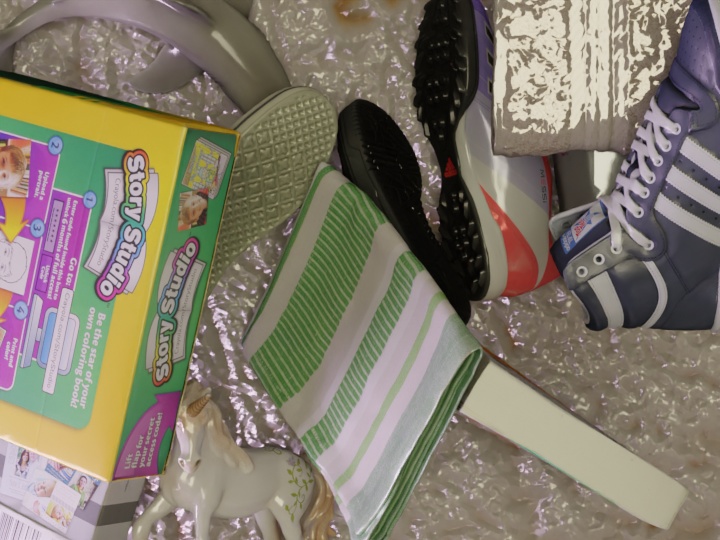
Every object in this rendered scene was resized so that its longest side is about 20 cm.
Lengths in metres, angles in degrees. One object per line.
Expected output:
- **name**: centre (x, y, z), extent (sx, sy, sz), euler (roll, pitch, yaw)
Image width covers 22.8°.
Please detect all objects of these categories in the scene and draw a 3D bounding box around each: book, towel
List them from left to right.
- **towel**: centre (-0.007, 0.046, 1.045), extent (0.023, 0.200, 0.153), euler (8, 120, -32)
- **book**: centre (0.111, 0.092, 1.063), extent (0.134, 0.200, 0.048), euler (32, 89, -4)
- **towel**: centre (0.140, -0.162, 0.993), extent (0.132, 0.034, 0.200), euler (1, 93, 1)

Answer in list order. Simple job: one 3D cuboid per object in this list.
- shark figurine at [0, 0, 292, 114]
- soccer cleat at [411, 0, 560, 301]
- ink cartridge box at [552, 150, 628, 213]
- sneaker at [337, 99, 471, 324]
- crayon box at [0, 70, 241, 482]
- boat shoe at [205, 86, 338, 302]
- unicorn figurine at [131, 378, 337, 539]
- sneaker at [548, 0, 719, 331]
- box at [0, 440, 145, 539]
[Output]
- **shark figurine**: centre (-0.138, -0.154, 1.095), extent (0.214, 0.090, 0.128), euler (7, 91, -5)
- **soccer cleat**: centre (0.083, -0.083, 1.128), extent (0.073, 0.068, 0.200), euler (-9, 90, -26)
- **ink cartridge box**: centre (0.194, -0.091, 1.086), extent (0.145, 0.145, 0.200), euler (-8, 93, -1)
- **sneaker**: centre (0.002, 0.000, 1.116), extent (0.104, 0.060, 0.200), euler (-35, 65, 31)
- **crayon box**: centre (-0.171, -0.002, 1.014), extent (0.172, 0.058, 0.200), euler (17, 98, 28)
- **boat shoe**: centre (-0.093, -0.038, 1.108), extent (0.075, 0.062, 0.200), euler (34, 99, -35)
- **unicorn figurine**: centre (-0.083, 0.136, 1.085), extent (0.074, 0.200, 0.138), euler (14, 91, 29)
- **sneaker**: centre (0.156, -0.052, 0.957), extent (0.108, 0.070, 0.200), euler (-5, 118, 1)
- **box**: centre (-0.193, 0.076, 1.082), extent (0.156, 0.041, 0.200), euler (21, 100, 26)
